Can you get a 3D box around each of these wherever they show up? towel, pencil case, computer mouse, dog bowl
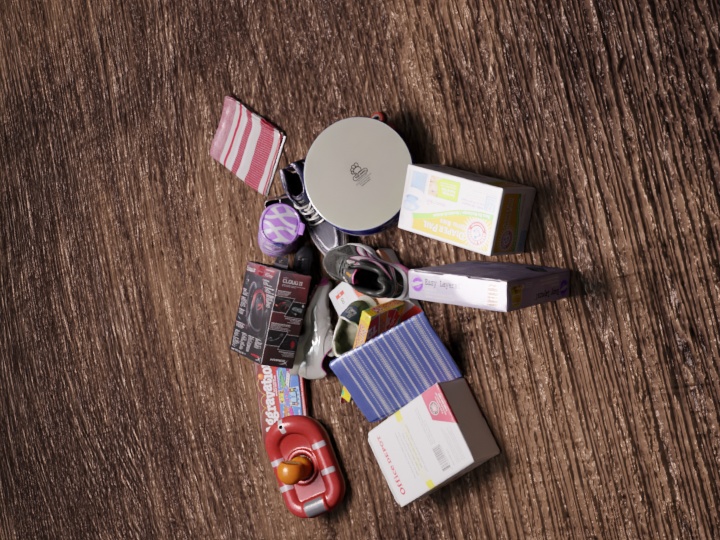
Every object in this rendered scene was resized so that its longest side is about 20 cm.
[{"bbox_3d":[0.061,0.171,1.589,0.198,0.024,0.146,-29,110,16],"label":"towel"},{"bbox_3d":[-0.242,-0.265,1.927,0.199,0.023,0.146,37,118,34],"label":"towel"},{"bbox_3d":[-0.154,-0.075,1.748,0.200,0.084,0.085,150,126,-80],"label":"pencil case"},{"bbox_3d":[-0.129,0.046,1.793,0.059,0.034,0.203,145,137,-72],"label":"computer mouse"},{"bbox_3d":[0.001,-0.165,1.607,0.197,0.079,0.204,0,87,8],"label":"dog bowl"}]

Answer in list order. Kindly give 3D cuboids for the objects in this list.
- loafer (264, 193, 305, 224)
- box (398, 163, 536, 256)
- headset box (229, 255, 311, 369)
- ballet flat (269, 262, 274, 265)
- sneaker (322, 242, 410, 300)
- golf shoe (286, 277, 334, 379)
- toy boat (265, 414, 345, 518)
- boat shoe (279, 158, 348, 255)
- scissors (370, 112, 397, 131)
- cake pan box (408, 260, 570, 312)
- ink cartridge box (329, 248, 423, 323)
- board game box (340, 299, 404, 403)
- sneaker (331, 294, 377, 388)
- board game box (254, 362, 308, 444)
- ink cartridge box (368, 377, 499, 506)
[{"bbox_3d":[-0.107,-0.119,1.785,0.198,0.062,0.073,7,97,42],"label":"loafer"},{"bbox_3d":[0.173,-0.102,1.502,0.198,0.101,0.114,19,106,40],"label":"box"},{"bbox_3d":[-0.173,0.073,1.759,0.148,0.074,0.203,12,91,57],"label":"headset box"},{"bbox_3d":[-0.168,0.087,1.867,0.071,0.068,0.204,7,94,28],"label":"ballet flat"},{"bbox_3d":[0.000,0.000,1.620,0.198,0.086,0.082,15,102,41],"label":"sneaker"},{"bbox_3d":[-0.079,0.117,1.786,0.090,0.075,0.203,18,95,2],"label":"golf shoe"},{"bbox_3d":[-0.120,0.383,1.776,0.129,0.130,0.202,-26,78,16],"label":"toy boat"},{"bbox_3d":[-0.091,-0.112,1.695,0.074,0.093,0.202,-27,85,22],"label":"boat shoe"},{"bbox_3d":[0.019,-0.192,1.700,0.073,0.014,0.202,33,116,33],"label":"scissors"},{"bbox_3d":[0.199,0.020,1.433,0.198,0.183,0.053,7,98,41],"label":"cake pan box"},{"bbox_3d":[0.037,0.087,1.680,0.162,0.050,0.202,-41,64,37],"label":"ink cartridge box"},{"bbox_3d":[0.020,0.150,1.639,0.030,0.095,0.202,35,124,30],"label":"board game box"},{"bbox_3d":[-0.024,0.146,1.673,0.066,0.090,0.203,24,119,25],"label":"sneaker"},{"bbox_3d":[-0.159,0.252,1.853,0.101,0.019,0.203,-4,97,16],"label":"board game box"},{"bbox_3d":[0.124,0.300,1.593,0.200,0.083,0.147,-41,66,37],"label":"ink cartridge box"}]
